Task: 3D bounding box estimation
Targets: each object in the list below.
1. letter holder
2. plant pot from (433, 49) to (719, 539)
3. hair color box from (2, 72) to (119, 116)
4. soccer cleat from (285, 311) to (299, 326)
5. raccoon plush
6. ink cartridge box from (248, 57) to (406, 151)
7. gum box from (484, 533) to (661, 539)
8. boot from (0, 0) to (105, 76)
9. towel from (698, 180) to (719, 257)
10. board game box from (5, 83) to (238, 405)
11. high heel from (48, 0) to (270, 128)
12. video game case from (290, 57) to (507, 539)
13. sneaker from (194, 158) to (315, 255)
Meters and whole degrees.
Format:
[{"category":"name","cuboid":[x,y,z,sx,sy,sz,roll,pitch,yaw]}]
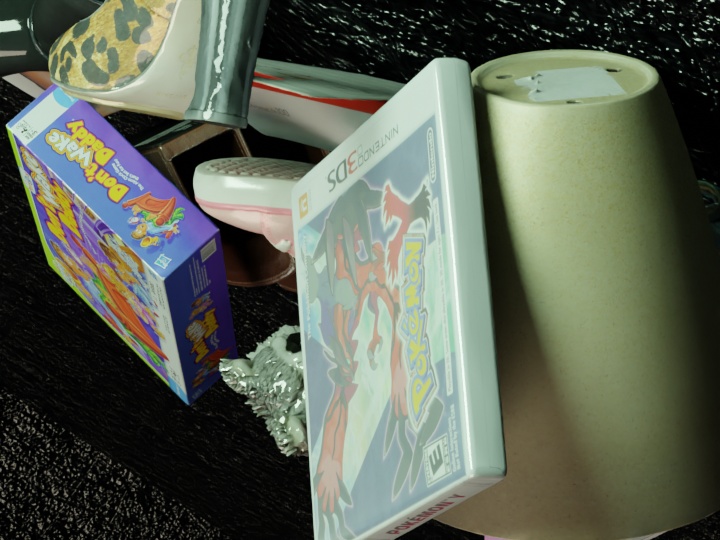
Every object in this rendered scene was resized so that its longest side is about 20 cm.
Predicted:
[{"category":"letter holder","cuboid":[-0.081,-0.029,1.659,0.143,0.100,0.200,65,161,-8]},{"category":"plant pot","cuboid":[0.101,0.001,1.296,0.186,0.202,0.188,-1,-159,0]},{"category":"hair color box","cuboid":[-0.229,-0.170,1.645,0.199,0.064,0.111,30,167,-17]},{"category":"soccer cleat","cuboid":[0.043,0.035,1.715,0.198,0.070,0.086,-14,159,7]},{"category":"raccoon plush","cuboid":[-0.021,0.103,1.580,0.096,0.134,0.201,31,134,34]},{"category":"ink cartridge box","cuboid":[-0.013,-0.079,1.410,0.159,0.048,0.199,17,-170,42]},{"category":"gum box","cuboid":[0.150,0.084,1.485,0.066,0.114,0.200,16,152,-29]},{"category":"boot","cuboid":[-0.175,-0.147,1.490,0.163,0.066,0.200,-4,180,-18]},{"category":"towel","cuboid":[0.190,-0.007,1.506,0.146,0.022,0.200,18,164,41]},{"category":"board game box","cuboid":[-0.138,-0.013,1.577,0.134,0.045,0.200,44,164,17]},{"category":"high heel","cuboid":[-0.094,-0.148,1.304,0.071,0.144,0.200,9,-178,-32]},{"category":"video game case","cuboid":[0.014,0.024,1.276,0.023,0.202,0.182,3,161,-24]},{"category":"sneaker","cuboid":[0.000,0.000,1.468,0.199,0.106,0.075,8,-169,-14]}]
